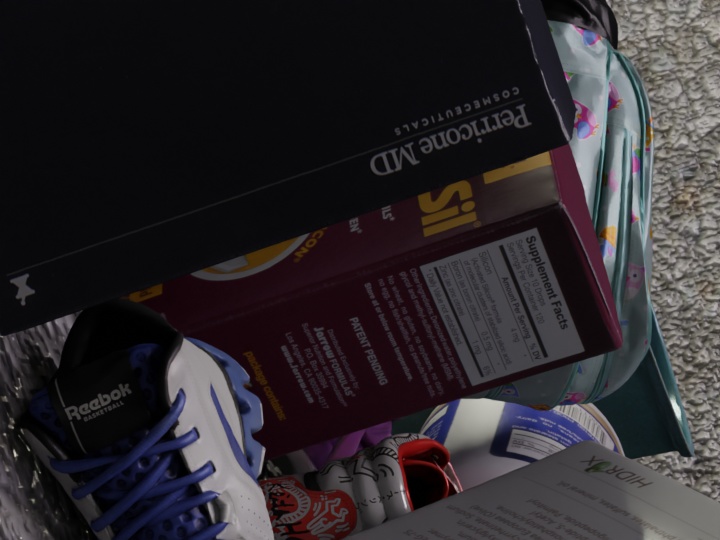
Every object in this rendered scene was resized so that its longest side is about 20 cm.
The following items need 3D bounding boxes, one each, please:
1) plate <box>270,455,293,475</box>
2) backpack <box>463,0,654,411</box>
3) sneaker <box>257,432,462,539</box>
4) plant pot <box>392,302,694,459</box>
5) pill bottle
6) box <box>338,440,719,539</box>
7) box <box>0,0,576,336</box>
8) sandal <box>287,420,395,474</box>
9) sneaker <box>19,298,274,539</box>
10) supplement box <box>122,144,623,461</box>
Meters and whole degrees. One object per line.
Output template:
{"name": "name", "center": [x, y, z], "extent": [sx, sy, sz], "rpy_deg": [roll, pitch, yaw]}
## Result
{"name": "plate", "center": [-0.015, 0.006, 1.250], "extent": [0.200, 0.032, 0.201], "rpy_deg": [51, 46, -62]}
{"name": "backpack", "center": [0.079, -0.032, 1.208], "extent": [0.167, 0.126, 0.201], "rpy_deg": [103, -10, -68]}
{"name": "sneaker", "center": [0.001, 0.123, 1.108], "extent": [0.201, 0.108, 0.067], "rpy_deg": [41, 32, -74]}
{"name": "plant pot", "center": [0.070, 0.040, 1.412], "extent": [0.200, 0.195, 0.201], "rpy_deg": [-18, 90, -82]}
{"name": "pill bottle", "center": [0.070, 0.139, 1.228], "extent": [0.200, 0.119, 0.120], "rpy_deg": [-59, 130, -70]}
{"name": "box", "center": [0.092, 0.206, 0.965], "extent": [0.200, 0.171, 0.200], "rpy_deg": [23, -54, 56]}
{"name": "box", "center": [-0.050, -0.100, 0.805], "extent": [0.104, 0.199, 0.183], "rpy_deg": [-54, 126, -79]}
{"name": "sandal", "center": [0.001, 0.077, 1.190], "extent": [0.083, 0.050, 0.203], "rpy_deg": [-53, 154, -28]}
{"name": "sneaker", "center": [-0.072, 0.089, 0.866], "extent": [0.115, 0.080, 0.200], "rpy_deg": [52, 14, -55]}
{"name": "supplement box", "center": [0.000, 0.000, 1.046], "extent": [0.111, 0.199, 0.086], "rpy_deg": [-97, 165, -51]}
